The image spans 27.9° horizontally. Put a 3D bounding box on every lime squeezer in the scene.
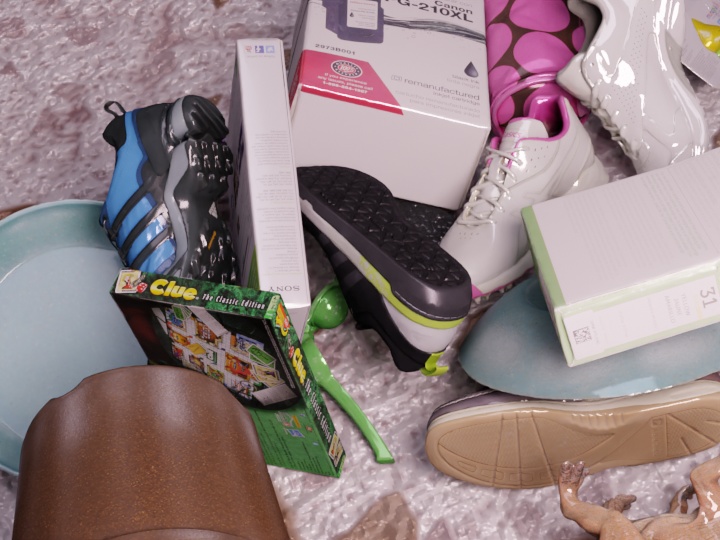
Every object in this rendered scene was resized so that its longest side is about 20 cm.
[{"bbox_3d":[-0.011,0.039,1.013,0.070,0.038,0.201,-12,57,24],"label":"lime squeezer"}]

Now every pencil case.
[{"bbox_3d":[0.143,-0.190,1.169,0.093,0.091,0.201,-2,51,2],"label":"pencil case"}]

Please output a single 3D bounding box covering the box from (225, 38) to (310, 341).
[{"bbox_3d":[-0.067,-0.036,0.997,0.036,0.145,0.201,-2,65,-10],"label":"box"}]

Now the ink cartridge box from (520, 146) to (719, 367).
[{"bbox_3d":[0.205,-0.022,0.880,0.199,0.048,0.146,-17,25,6],"label":"ink cartridge box"}]

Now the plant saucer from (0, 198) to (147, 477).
[{"bbox_3d":[-0.197,0.051,1.010,0.198,0.036,0.201,1,75,-5],"label":"plant saucer"}]

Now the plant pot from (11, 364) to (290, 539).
[{"bbox_3d":[-0.120,0.175,0.838,0.199,0.201,0.199,-15,39,-2],"label":"plant pot"}]

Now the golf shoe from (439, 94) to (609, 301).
[{"bbox_3d":[0.102,-0.053,1.028,0.075,0.092,0.200,4,34,39],"label":"golf shoe"}]

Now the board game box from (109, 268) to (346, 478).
[{"bbox_3d":[-0.077,0.069,0.904,0.104,0.200,0.024,7,58,16],"label":"board game box"}]

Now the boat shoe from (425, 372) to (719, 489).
[{"bbox_3d":[0.139,0.090,0.935,0.199,0.072,0.065,-9,39,2],"label":"boat shoe"}]

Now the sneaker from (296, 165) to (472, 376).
[{"bbox_3d":[0.000,0.000,0.982,0.071,0.083,0.200,-2,34,-32],"label":"sneaker"}]

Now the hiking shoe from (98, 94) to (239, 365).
[{"bbox_3d":[-0.135,-0.017,0.989,0.086,0.074,0.202,-3,81,24],"label":"hiking shoe"}]

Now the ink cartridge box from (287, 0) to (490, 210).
[{"bbox_3d":[0.019,-0.152,1.116,0.144,0.085,0.201,12,40,-8],"label":"ink cartridge box"}]

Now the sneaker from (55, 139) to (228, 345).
[{"bbox_3d":[-0.142,-0.017,1.093,0.083,0.081,0.200,30,69,14],"label":"sneaker"}]

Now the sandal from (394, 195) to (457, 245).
[{"bbox_3d":[-0.006,-0.044,1.101,0.200,0.048,0.075,35,61,20],"label":"sandal"}]

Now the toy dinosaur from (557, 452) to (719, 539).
[{"bbox_3d":[0.182,0.178,0.841,0.199,0.086,0.136,-11,54,9],"label":"toy dinosaur"}]

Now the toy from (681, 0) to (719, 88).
[{"bbox_3d":[0.215,-0.224,1.159,0.200,0.047,0.115,40,42,2],"label":"toy"}]

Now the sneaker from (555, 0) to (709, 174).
[{"bbox_3d":[0.194,-0.128,1.066,0.099,0.078,0.201,-9,82,-8],"label":"sneaker"}]

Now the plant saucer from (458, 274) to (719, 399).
[{"bbox_3d":[0.160,0.026,0.941,0.200,0.039,0.201,-10,18,3],"label":"plant saucer"}]
